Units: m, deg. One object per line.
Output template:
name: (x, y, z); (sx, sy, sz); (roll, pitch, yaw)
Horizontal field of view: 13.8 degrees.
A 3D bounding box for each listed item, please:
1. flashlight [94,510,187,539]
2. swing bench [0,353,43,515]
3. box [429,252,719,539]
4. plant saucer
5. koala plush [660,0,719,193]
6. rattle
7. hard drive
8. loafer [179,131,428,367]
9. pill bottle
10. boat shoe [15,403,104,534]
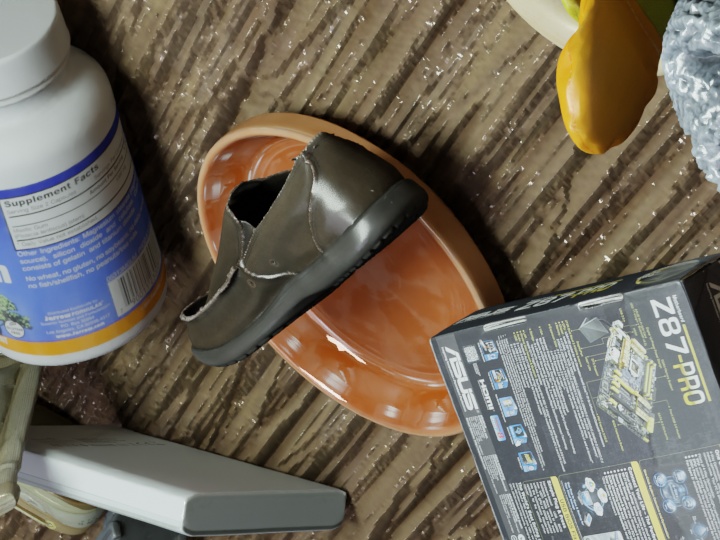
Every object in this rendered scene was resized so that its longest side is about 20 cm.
flashlight: (-0.161, 0.216, 1.953); (0.068, 0.068, 0.200); (21, 149, -10)
swing bench: (-0.277, 0.026, 1.716); (0.130, 0.199, 0.200); (-18, 118, 13)
box: (0.134, 0.103, 1.418); (0.161, 0.049, 0.200); (-15, 98, 44)
plant saucer: (0.000, 0.000, 1.550); (0.200, 0.032, 0.200); (31, 146, 24)
koala plush: (0.195, -0.117, 1.065); (0.184, 0.177, 0.200); (39, 153, 31)
rattle: (0.052, -0.120, 1.259); (0.200, 0.143, 0.130); (23, 161, 22)
hard drive: (-0.125, 0.122, 1.756); (0.200, 0.132, 0.026); (13, 97, 43)
loafer: (-0.037, -0.016, 1.490); (0.071, 0.073, 0.200); (52, 140, 1)
pill bottle: (-0.180, -0.055, 1.623); (0.112, 0.112, 0.200); (20, 140, 36)
boat shoe: (-0.247, 0.104, 1.917); (0.200, 0.074, 0.066); (37, 142, 14)
